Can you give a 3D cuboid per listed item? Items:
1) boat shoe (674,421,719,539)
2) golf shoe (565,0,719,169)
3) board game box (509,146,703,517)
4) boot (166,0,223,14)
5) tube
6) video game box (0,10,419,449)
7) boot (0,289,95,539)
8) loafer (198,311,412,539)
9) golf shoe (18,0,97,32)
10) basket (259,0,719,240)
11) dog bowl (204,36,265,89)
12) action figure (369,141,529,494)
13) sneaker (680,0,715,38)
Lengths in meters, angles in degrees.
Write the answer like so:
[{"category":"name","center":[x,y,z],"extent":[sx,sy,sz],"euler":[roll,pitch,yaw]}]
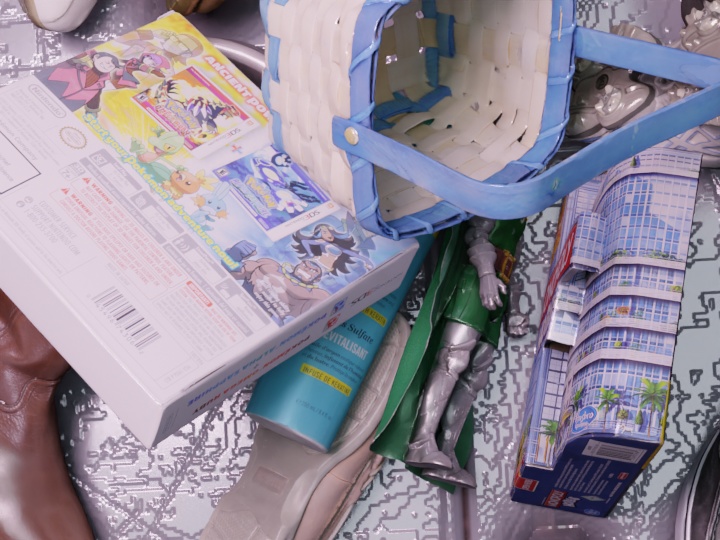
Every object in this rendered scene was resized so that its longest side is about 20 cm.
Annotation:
[{"category":"boat shoe","center":[0.237,0.097,0.879],"extent":[0.073,0.068,0.200],"euler":[30,88,7]},{"category":"golf shoe","center":[0.199,-0.094,0.842],"extent":[0.097,0.200,0.079],"euler":[27,78,-30]},{"category":"board game box","center":[0.132,0.015,0.853],"extent":[0.061,0.200,0.201],"euler":[10,71,4]},{"category":"boot","center":[0.006,-0.184,0.893],"extent":[0.199,0.175,0.066],"euler":[13,56,-23]},{"category":"tube","center":[0.000,0.000,0.877],"extent":[0.077,0.050,0.201],"euler":[30,77,-28]},{"category":"video game box","center":[-0.101,-0.030,0.804],"extent":[0.182,0.047,0.200],"euler":[-32,68,-35]},{"category":"boot","center":[-0.160,0.060,0.867],"extent":[0.187,0.064,0.200],"euler":[51,122,9]},{"category":"loafer","center":[-0.026,0.115,0.909],"extent":[0.072,0.063,0.201],"euler":[28,82,39]},{"category":"golf shoe","center":[-0.135,-0.229,0.926],"extent":[0.092,0.073,0.201],"euler":[24,87,23]},{"category":"basket","center":[0.061,-0.090,0.779],"extent":[0.176,0.200,0.140],"euler":[-24,122,-35]},{"category":"dog bowl","center":[-0.096,-0.044,0.922],"extent":[0.199,0.059,0.201],"euler":[0,85,5]},{"category":"action figure","center":[0.065,0.018,0.890],"extent":[0.054,0.118,0.201],"euler":[8,74,24]},{"category":"sneaker","center":[0.207,-0.149,0.874],"extent":[0.076,0.091,0.201],"euler":[-34,103,-31]}]
